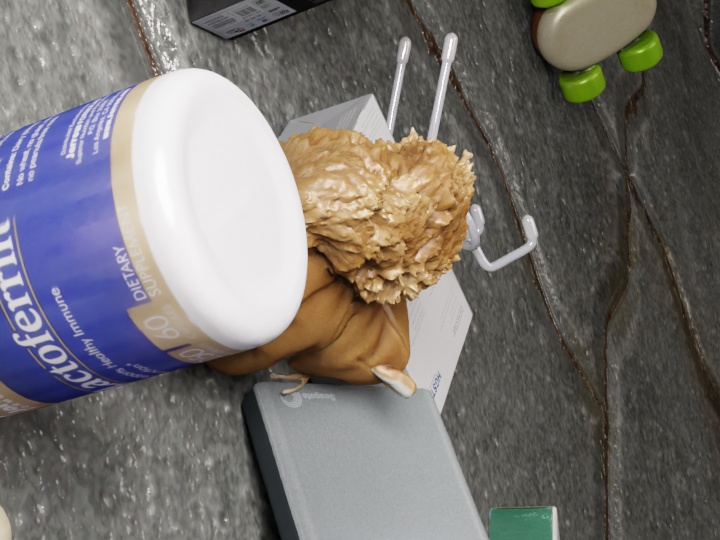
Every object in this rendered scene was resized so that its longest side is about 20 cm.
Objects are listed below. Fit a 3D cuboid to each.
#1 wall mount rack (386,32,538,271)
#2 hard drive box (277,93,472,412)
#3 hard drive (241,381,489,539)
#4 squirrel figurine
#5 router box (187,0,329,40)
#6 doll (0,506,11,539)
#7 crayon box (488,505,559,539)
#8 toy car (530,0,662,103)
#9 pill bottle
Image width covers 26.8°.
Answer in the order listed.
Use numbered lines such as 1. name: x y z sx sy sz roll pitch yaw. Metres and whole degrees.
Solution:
1. wall mount rack: 0.062 -0.089 1.176 0.175 0.074 0.200 63 -12 -14
2. hard drive box: 0.000 0.000 1.092 0.201 0.076 0.156 64 26 -22
3. hard drive: 0.014 0.160 0.939 0.139 0.033 0.201 5 47 -33
4. squirrel figurine: -0.016 0.003 0.898 0.186 0.199 0.142 35 36 -38
5. router box: -0.034 -0.265 1.023 0.052 0.199 0.159 14 63 -60
6. doll: -0.143 0.192 0.686 0.202 0.048 0.137 69 23 -13
7. crayon box: 0.116 0.283 1.051 0.126 0.051 0.201 77 13 -50
8. toy car: 0.261 -0.333 1.872 0.165 0.157 0.200 64 -4 -31
9. pill bottle: -0.132 -0.003 0.641 0.116 0.198 0.117 43 38 -48
